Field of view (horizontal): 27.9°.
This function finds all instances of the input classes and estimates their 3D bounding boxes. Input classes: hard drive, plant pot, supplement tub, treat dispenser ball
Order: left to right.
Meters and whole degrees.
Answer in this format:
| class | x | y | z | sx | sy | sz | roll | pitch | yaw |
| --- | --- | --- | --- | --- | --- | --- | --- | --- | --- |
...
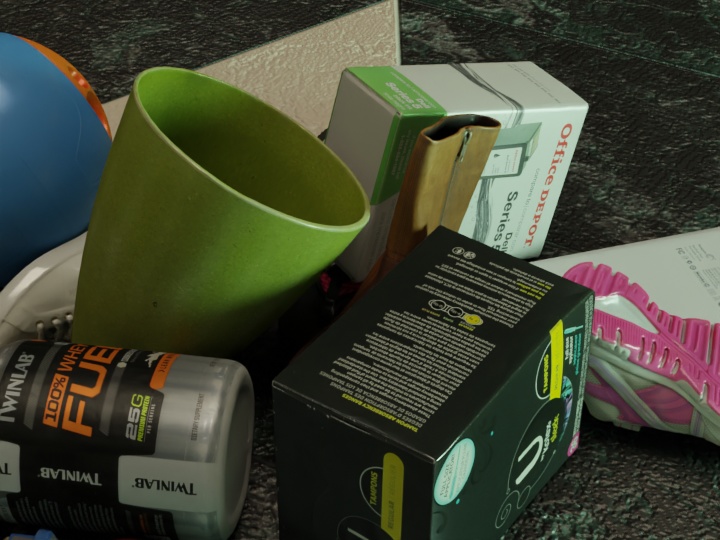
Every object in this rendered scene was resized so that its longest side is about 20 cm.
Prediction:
| class | x | y | z | sx | sy | sz | roll | pitch | yaw |
| --- | --- | --- | --- | --- | --- | --- | --- | --- | --- |
| treat dispenser ball | -0.295 | -0.088 | 1.146 | 0.198 | 0.202 | 0.202 | 0 | 39 | 0 |
| supplement tub | -0.176 | 0.112 | 0.964 | 0.198 | 0.123 | 0.123 | 5 | 39 | 5 |
| plant pot | -0.121 | -0.008 | 1.033 | 0.186 | 0.201 | 0.188 | 28 | 22 | -12 |
| hard drive | 0.237 | 0.025 | 1.153 | 0.198 | 0.026 | 0.132 | -10 | 40 | -14 |

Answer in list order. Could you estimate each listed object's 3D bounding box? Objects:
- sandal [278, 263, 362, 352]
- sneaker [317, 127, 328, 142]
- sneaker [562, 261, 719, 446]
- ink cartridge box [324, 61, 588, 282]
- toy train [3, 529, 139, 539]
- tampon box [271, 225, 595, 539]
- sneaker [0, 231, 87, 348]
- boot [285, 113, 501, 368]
| class | x | y | z | sx | sy | sz | roll | pitch | yaw |
| --- | --- | --- | --- | --- | --- | --- | --- | --- | --- |
| sandal | 0.000 | 0.000 | 1.166 | 0.075 | 0.045 | 0.200 | 24 | 44 | 24 |
| sneaker | 0.054 | -0.098 | 1.283 | 0.198 | 0.076 | 0.078 | -17 | 64 | -21 |
| sneaker | 0.212 | 0.075 | 1.043 | 0.199 | 0.088 | 0.082 | 32 | 49 | -3 |
| ink cartridge box | 0.069 | -0.082 | 1.151 | 0.198 | 0.147 | 0.084 | -8 | 36 | -36 |
| toy train | -0.144 | 0.194 | 0.923 | 0.198 | 0.046 | 0.034 | 4 | 39 | 5 |
| tampon box | 0.050 | 0.097 | 0.962 | 0.125 | 0.151 | 0.200 | 23 | 44 | 27 |
| sneaker | -0.207 | 0.023 | 1.115 | 0.085 | 0.073 | 0.200 | 43 | 63 | 15 |
| boot | 0.027 | -0.004 | 1.019 | 0.068 | 0.201 | 0.188 | 35 | 33 | 24 |
